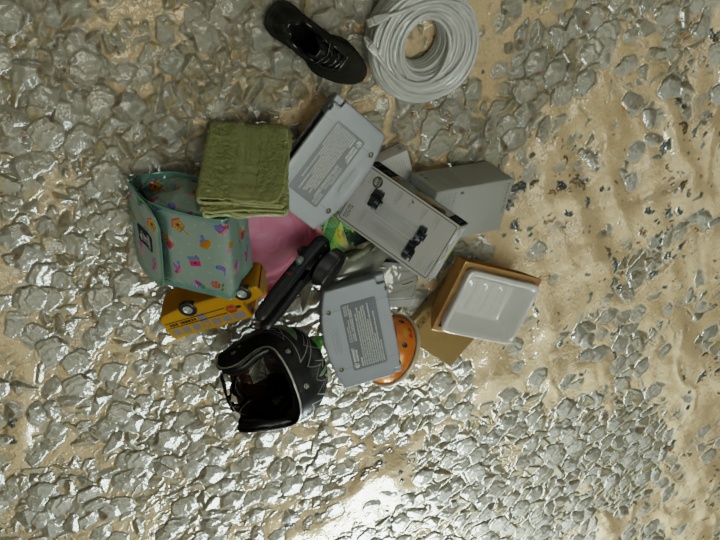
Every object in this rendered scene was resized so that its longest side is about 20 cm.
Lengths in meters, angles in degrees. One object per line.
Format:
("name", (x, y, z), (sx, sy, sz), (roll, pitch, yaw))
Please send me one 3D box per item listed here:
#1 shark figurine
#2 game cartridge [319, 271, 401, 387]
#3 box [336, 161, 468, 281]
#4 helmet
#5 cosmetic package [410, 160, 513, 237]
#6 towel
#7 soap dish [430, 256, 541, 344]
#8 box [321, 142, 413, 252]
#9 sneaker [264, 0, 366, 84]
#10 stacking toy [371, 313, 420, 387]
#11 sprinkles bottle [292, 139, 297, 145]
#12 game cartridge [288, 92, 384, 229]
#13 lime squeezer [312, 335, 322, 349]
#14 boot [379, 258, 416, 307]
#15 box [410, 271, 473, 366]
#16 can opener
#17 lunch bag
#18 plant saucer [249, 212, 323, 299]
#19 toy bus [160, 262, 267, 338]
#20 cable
("shark figurine", (-0.012, 0.009, 1.718), (0.212, 0.128, 0.091), (-28, 100, -11))
("game cartridge", (-0.004, 0.109, 1.702), (0.131, 0.042, 0.203), (-13, 115, -3))
("box", (0.072, -0.086, 1.629), (0.118, 0.199, 0.060), (-59, 167, 16))
("helmet", (-0.153, 0.194, 1.728), (0.188, 0.201, 0.202), (-16, 127, 2))
("cosmetic package", (0.179, -0.126, 1.736), (0.198, 0.081, 0.114), (-13, 128, -35))
("towel", (-0.181, -0.160, 1.486), (0.146, 0.202, 0.037), (3, 141, -6))
("soap dish", (0.245, 0.058, 1.883), (0.197, 0.081, 0.159), (12, 114, -31))
("box", (0.009, -0.126, 1.713), (0.198, 0.036, 0.146), (-25, 127, -7))
("sneaker", (-0.063, -0.349, 1.504), (0.198, 0.091, 0.077), (24, 106, -36))
("stacking toy", (0.006, 0.129, 1.789), (0.199, 0.146, 0.147), (25, 107, -42))
("sprinkles bottle", (-0.084, -0.194, 1.604), (0.197, 0.068, 0.069), (-12, 125, -18))
("game cartridge", (-0.055, -0.175, 1.565), (0.133, 0.042, 0.201), (35, 95, -35))
("lime squeezer", (-0.092, 0.171, 1.859), (0.070, 0.038, 0.202), (-10, 129, -58))
("boot", (0.018, 0.020, 1.798), (0.197, 0.073, 0.097), (-4, 109, -26))
("box", (0.197, 0.090, 1.946), (0.163, 0.021, 0.201), (33, 102, -37))
("can opener", (-0.113, 0.018, 1.630), (0.200, 0.078, 0.064), (-45, 132, -22))
("lunch bag", (-0.286, -0.061, 1.533), (0.197, 0.123, 0.172), (12, 131, 11))
("plant saucer", (-0.165, -0.048, 1.669), (0.197, 0.051, 0.203), (-12, 124, -19))
("toy bus", (-0.250, 0.052, 1.632), (0.197, 0.066, 0.079), (-16, 131, 16))
("cable", (0.101, -0.381, 1.577), (0.198, 0.069, 0.201), (-31, 129, -6))
